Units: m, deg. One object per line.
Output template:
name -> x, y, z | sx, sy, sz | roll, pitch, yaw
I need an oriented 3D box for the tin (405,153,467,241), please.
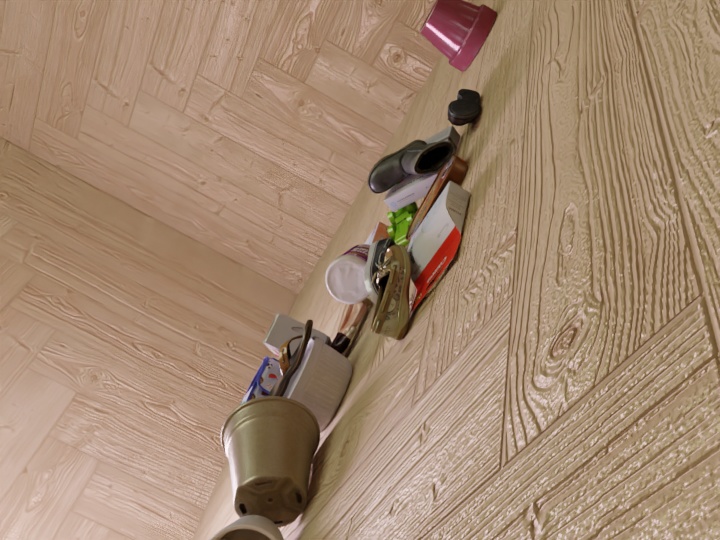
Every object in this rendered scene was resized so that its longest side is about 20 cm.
tin -> 0.156, -0.143, 1.482 | 0.201, 0.042, 0.112 | -61, 11, 8

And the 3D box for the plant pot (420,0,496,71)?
plant pot -> 0.288, -0.740, 2.195 | 0.201, 0.178, 0.200 | -60, 8, 15

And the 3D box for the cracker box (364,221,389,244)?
cracker box -> 0.018, -0.016, 1.909 | 0.200, 0.057, 0.134 | -56, 10, 45

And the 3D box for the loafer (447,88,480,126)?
loafer -> 0.237, -0.359, 1.647 | 0.200, 0.071, 0.063 | -62, -15, -57

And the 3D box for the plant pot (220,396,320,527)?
plant pot -> -0.171, 0.376, 1.366 | 0.201, 0.199, 0.184 | -59, 19, 22

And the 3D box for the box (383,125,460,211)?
box -> 0.144, -0.236, 1.665 | 0.155, 0.041, 0.201 | -24, 32, 36

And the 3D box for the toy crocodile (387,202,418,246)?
toy crocodile -> 0.104, -0.105, 1.632 | 0.067, 0.062, 0.200 | -32, 23, 19

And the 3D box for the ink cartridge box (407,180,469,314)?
ink cartridge box -> 0.125, -0.042, 1.282 | 0.160, 0.047, 0.201 | -57, 8, 41

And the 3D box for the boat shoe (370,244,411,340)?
boat shoe -> 0.052, 0.030, 1.295 | 0.074, 0.062, 0.201 | 113, 164, -47

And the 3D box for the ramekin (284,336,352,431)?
ramekin -> -0.099, 0.253, 1.551 | 0.201, 0.105, 0.200 | -61, 7, 13

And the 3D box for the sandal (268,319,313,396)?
sandal -> -0.158, 0.193, 1.554 | 0.201, 0.054, 0.082 | -61, 8, 16

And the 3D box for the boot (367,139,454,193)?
boot -> 0.104, -0.220, 1.549 | 0.182, 0.073, 0.200 | -42, 21, 3

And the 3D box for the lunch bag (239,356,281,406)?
lunch bag -> -0.196, 0.326, 1.705 | 0.201, 0.169, 0.124 | -63, 10, -16

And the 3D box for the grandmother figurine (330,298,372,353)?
grandmother figurine -> -0.042, 0.156, 1.702 | 0.201, 0.060, 0.121 | -62, -2, -20

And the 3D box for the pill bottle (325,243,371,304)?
pill bottle -> 0.000, 0.000, 1.682 | 0.113, 0.112, 0.200 | -59, -7, 21

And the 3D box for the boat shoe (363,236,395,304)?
boat shoe -> 0.056, -0.003, 1.571 | 0.067, 0.072, 0.201 | -26, 30, 24

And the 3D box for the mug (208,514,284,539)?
mug -> -0.199, 0.502, 1.218 | 0.187, 0.149, 0.153 | -56, -1, -4

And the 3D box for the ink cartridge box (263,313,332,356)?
ink cartridge box -> -0.149, 0.188, 1.795 | 0.200, 0.144, 0.084 | 83, -149, -74
